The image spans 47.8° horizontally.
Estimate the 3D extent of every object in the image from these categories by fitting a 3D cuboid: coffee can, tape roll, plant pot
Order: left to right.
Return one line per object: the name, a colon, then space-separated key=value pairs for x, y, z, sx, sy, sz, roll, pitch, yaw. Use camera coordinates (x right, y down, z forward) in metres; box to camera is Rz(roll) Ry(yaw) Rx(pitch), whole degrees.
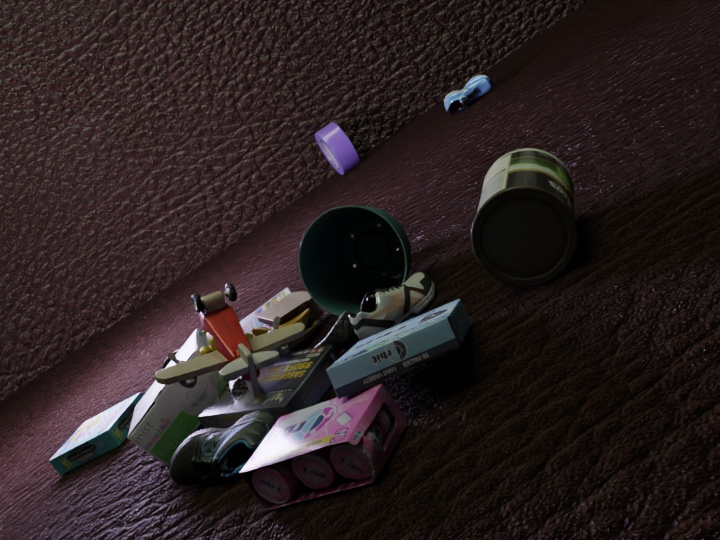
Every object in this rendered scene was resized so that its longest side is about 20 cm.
tape roll: x=-0.094 y=-0.491 z=3.275 sx=0.085 sy=0.201 sz=0.200 roll=-36 pitch=14 yaw=-7
plant pot: x=0.006 y=-0.027 z=1.499 sx=0.200 sy=0.202 sz=0.161 roll=-30 pitch=1 yaw=19
coffee can: x=0.244 y=-0.084 z=1.202 sx=0.146 sy=0.147 sz=0.200 roll=-28 pitch=15 yaw=23

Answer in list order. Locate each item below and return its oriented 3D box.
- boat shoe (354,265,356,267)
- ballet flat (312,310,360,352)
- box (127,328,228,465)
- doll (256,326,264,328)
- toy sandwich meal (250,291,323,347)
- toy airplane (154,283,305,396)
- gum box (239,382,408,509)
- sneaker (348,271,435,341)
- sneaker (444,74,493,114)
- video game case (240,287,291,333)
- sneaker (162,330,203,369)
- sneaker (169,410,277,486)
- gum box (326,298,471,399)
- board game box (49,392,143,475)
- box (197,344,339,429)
boat shoe: x=0.000 y=0.000 z=1.682 sx=0.200 sy=0.072 sz=0.072 roll=-42 pitch=16 yaw=13
ballet flat: x=-0.066 y=0.126 z=1.386 sx=0.199 sy=0.057 sz=0.066 roll=-33 pitch=-2 yaw=36
box: x=-0.331 y=0.227 z=1.505 sx=0.201 sy=0.096 sz=0.176 roll=-52 pitch=14 yaw=-1
doll: x=-0.267 y=0.185 z=1.707 sx=0.200 sy=0.049 sz=0.136 roll=-43 pitch=17 yaw=-29
toy sandwich meal: x=-0.168 y=0.108 z=1.612 sx=0.203 sy=0.071 sz=0.205 roll=-18 pitch=11 yaw=4
toy airplane: x=-0.208 y=0.135 z=1.329 sx=0.198 sy=0.142 sz=0.200 roll=14 pitch=42 yaw=8
gum box: x=-0.042 y=0.220 z=1.016 sx=0.199 sy=0.066 sz=0.114 roll=-25 pitch=16 yaw=35
sneaker: x=0.055 y=0.052 z=1.337 sx=0.073 sy=0.080 sz=0.200 roll=-23 pitch=16 yaw=44
sneaker: x=0.385 y=-0.612 z=2.873 sx=0.199 sy=0.078 sz=0.090 roll=-30 pitch=33 yaw=32
video game case: x=-0.229 y=0.115 z=1.912 sx=0.181 sy=0.022 sz=0.200 roll=-36 pitch=13 yaw=-5
sneaker: x=-0.381 y=0.193 z=1.922 sx=0.199 sy=0.074 sz=0.081 roll=-36 pitch=1 yaw=4
sneaker: x=-0.215 y=0.277 z=1.217 sx=0.199 sy=0.073 sz=0.082 roll=-30 pitch=14 yaw=19
gum box: x=0.058 y=0.100 z=1.090 sx=0.169 sy=0.045 sz=0.200 roll=-24 pitch=0 yaw=13
board game box: x=-0.590 y=0.370 z=1.845 sx=0.199 sy=0.047 sz=0.151 roll=-29 pitch=15 yaw=24
box: x=-0.146 y=0.198 z=1.323 sx=0.199 sy=0.049 sz=0.159 roll=-14 pitch=23 yaw=37
